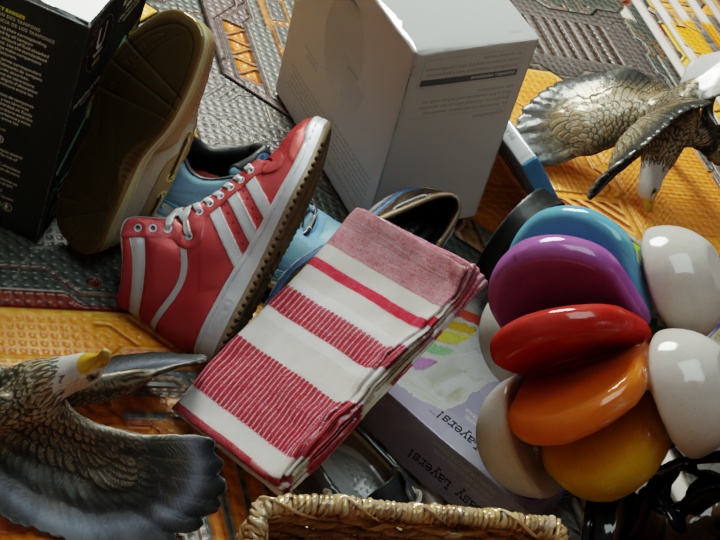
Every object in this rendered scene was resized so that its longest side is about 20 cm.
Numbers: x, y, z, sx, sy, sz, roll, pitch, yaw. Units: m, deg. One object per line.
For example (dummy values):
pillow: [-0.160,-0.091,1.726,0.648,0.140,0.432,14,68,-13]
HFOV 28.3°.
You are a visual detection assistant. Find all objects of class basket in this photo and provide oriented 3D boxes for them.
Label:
basket: [0.014,0.225,0.808,0.199,0.149,0.143,9,49,-18]

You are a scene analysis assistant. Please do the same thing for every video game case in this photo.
video game case: [0.125,-0.128,1.302,0.201,0.018,0.143,59,5,35]

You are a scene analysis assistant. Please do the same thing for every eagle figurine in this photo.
eagle figurine: [0.270,-0.131,1.366,0.199,0.152,0.152,5,64,-31]
eagle figurine: [-0.191,0.087,0.906,0.200,0.150,0.153,33,73,-39]

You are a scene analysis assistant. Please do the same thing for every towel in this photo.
towel: [-0.026,0.047,0.968,0.200,0.023,0.144,-47,40,-14]

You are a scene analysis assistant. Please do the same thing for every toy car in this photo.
toy car: [0.143,0.042,0.935,0.150,0.174,0.201,45,37,-36]

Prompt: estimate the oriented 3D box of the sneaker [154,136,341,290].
sneaker: [-0.079,-0.050,1.117,0.199,0.090,0.079,22,33,-7]

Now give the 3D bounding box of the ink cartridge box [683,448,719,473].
ink cartridge box: [0.362,0.153,1.137,0.147,0.086,0.200,-16,53,-40]

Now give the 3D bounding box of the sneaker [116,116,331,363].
sneaker: [-0.105,-0.041,1.053,0.112,0.071,0.201,26,79,9]

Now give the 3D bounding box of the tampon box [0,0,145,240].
tampon box: [-0.250,-0.160,1.065,0.126,0.201,0.150,24,38,-2]

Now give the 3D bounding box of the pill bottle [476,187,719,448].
pill bottle: [0.189,0.031,1.081,0.200,0.112,0.112,41,41,16]

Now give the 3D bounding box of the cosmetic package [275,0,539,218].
cosmetic package: [0.032,-0.174,1.223,0.122,0.201,0.200,-11,51,-26]

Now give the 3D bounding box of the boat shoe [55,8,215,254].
boat shoe: [-0.159,-0.103,1.057,0.074,0.201,0.066,42,25,19]

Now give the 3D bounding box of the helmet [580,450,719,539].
helmet: [0.235,0.220,0.910,0.199,0.200,0.192,10,61,-18]

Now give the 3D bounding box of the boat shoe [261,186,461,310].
boat shoe: [0.000,0.000,1.074,0.072,0.072,0.200,48,64,-11]

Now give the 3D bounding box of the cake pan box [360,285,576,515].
cake pan box: [0.097,0.099,1.083,0.200,0.052,0.184,40,43,16]

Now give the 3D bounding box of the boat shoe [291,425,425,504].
boat shoe: [0.009,0.157,0.961,0.200,0.061,0.074,45,41,22]
